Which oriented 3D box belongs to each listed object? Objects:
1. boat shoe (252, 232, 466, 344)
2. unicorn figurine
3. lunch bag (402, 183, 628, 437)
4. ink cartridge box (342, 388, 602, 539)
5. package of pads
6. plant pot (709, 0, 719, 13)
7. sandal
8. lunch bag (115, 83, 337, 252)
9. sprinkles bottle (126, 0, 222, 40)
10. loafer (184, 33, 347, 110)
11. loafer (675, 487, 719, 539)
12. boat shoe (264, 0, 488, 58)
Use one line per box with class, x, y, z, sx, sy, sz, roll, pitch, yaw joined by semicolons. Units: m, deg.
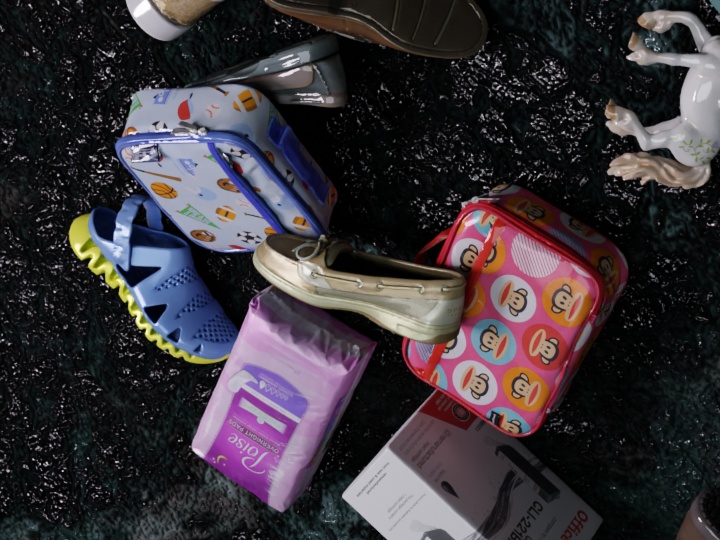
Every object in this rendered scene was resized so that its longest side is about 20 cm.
boat shoe;-0.001;0.001;1.789;0.200;0.073;0.064;23;119;24
unicorn figurine;0.275;-0.149;1.649;0.136;0.074;0.201;21;136;7
lunch bag;0.124;0.027;1.808;0.176;0.082;0.201;33;124;15
ink cartridge box;0.105;0.217;1.866;0.200;0.144;0.084;43;126;3
package of pads;-0.076;0.119;1.958;0.120;0.076;0.201;33;125;11
plant pot;0.321;-0.266;1.490;0.199;0.201;0.162;17;132;20
sandal;-0.188;0.004;1.964;0.200;0.079;0.087;45;122;0
lunch bag;-0.115;-0.089;1.823;0.159;0.076;0.200;2;151;30
sprinkles bottle;-0.118;-0.275;1.791;0.199;0.068;0.068;-30;98;35
loafer;-0.087;-0.155;1.810;0.199;0.072;0.063;-11;104;50
loafer;0.357;0.279;1.816;0.200;0.073;0.071;48;137;6
boat shoe;0.012;-0.229;1.748;0.199;0.068;0.072;19;87;-1
